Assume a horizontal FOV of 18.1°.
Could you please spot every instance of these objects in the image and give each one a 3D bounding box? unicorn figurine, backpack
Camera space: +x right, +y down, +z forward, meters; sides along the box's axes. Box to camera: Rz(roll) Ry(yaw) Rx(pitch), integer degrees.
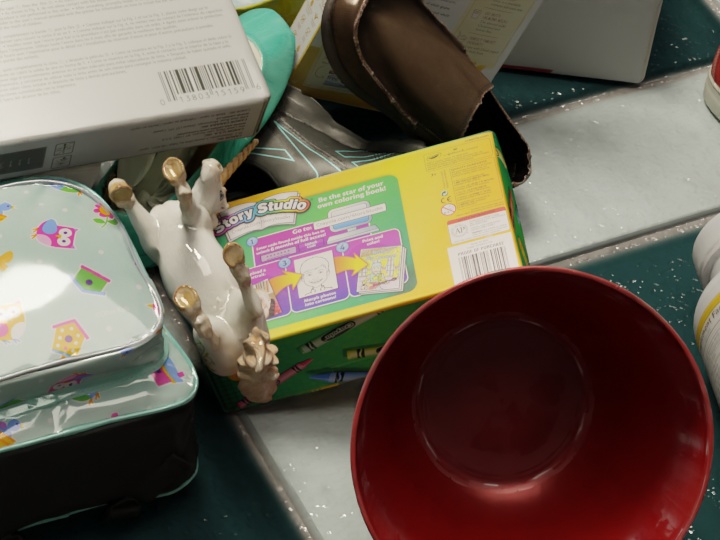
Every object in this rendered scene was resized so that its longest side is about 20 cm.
[{"bbox_3d":[-0.091,-0.009,1.286,0.073,0.137,0.201,-14,65,5],"label":"unicorn figurine"},{"bbox_3d":[-0.196,0.036,1.275,0.175,0.154,0.200,-17,44,-17],"label":"backpack"}]

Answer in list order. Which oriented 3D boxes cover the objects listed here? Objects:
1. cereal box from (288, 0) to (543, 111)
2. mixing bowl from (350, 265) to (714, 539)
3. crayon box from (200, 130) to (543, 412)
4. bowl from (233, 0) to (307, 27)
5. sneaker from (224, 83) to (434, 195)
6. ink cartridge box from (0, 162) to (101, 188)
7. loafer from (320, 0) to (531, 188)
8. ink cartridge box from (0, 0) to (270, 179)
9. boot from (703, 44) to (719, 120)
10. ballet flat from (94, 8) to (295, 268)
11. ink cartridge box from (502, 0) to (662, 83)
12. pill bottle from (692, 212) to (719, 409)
[{"bbox_3d":[0.049,-0.187,1.469,0.143,0.200,0.040,11,40,-29],"label":"cereal box"},{"bbox_3d":[0.087,0.087,1.269,0.199,0.201,0.108,3,10,-7],"label":"mixing bowl"},{"bbox_3d":[0.000,0.000,1.356,0.199,0.058,0.119,-15,48,6],"label":"crayon box"},{"bbox_3d":[-0.002,-0.226,1.570,0.108,0.200,0.201,40,36,-30],"label":"bowl"},{"bbox_3d":[-0.007,-0.050,1.454,0.199,0.076,0.079,23,61,21],"label":"sneaker"},{"bbox_3d":[-0.276,-0.087,1.367,0.199,0.084,0.145,-7,59,-34],"label":"ink cartridge box"},{"bbox_3d":[0.051,-0.120,1.432,0.071,0.200,0.073,12,66,46],"label":"loafer"},{"bbox_3d":[-0.175,-0.147,1.358,0.199,0.044,0.174,-11,62,-23],"label":"ink cartridge box"},{"bbox_3d":[0.315,-0.120,1.514,0.072,0.145,0.200,-20,54,-28],"label":"boot"},{"bbox_3d":[-0.103,-0.095,1.420,0.067,0.070,0.201,22,70,23],"label":"ballet flat"},{"bbox_3d":[0.139,-0.238,1.638,0.143,0.084,0.201,6,45,-3],"label":"ink cartridge box"},{"bbox_3d":[0.265,0.054,1.359,0.111,0.112,0.201,-2,47,-12],"label":"pill bottle"}]
